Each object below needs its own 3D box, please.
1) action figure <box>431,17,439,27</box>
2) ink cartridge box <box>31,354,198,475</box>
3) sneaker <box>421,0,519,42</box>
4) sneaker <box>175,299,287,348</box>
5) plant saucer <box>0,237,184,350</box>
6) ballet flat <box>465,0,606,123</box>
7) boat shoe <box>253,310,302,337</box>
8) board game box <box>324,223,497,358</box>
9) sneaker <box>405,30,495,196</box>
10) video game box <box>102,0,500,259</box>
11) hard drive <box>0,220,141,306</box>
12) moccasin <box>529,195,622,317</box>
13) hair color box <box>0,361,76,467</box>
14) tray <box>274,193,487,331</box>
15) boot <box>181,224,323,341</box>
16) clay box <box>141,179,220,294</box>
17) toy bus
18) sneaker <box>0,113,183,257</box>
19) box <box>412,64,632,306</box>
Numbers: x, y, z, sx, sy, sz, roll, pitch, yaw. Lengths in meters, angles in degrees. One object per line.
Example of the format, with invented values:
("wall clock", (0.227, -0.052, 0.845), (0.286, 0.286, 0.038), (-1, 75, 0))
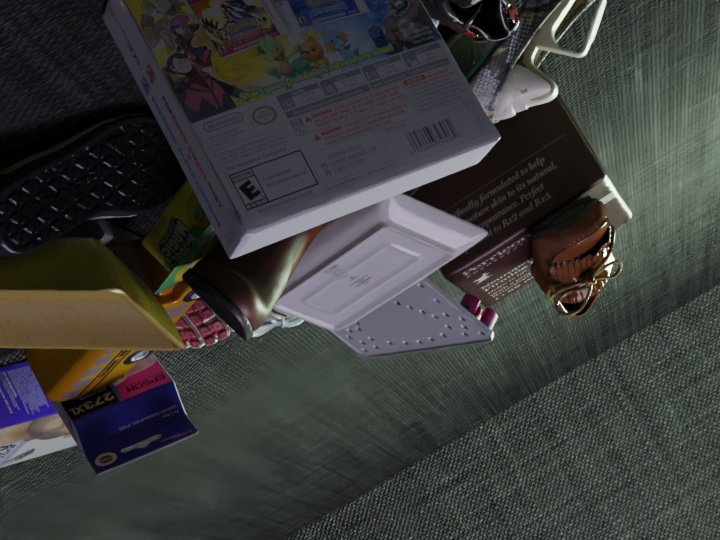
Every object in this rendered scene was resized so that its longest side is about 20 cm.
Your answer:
("action figure", (-0.054, -0.155, 1.315), (0.199, 0.055, 0.118), (-6, 155, -43))
("ink cartridge box", (-0.219, 0.104, 1.641), (0.094, 0.200, 0.037), (-22, 122, -16))
("sneaker", (0.079, -0.195, 1.379), (0.077, 0.082, 0.200), (-32, 168, 10))
("sneaker", (-0.119, 0.014, 1.730), (0.199, 0.081, 0.075), (-18, -167, -16))
("plant saucer", (-0.244, 0.016, 1.393), (0.198, 0.049, 0.200), (1, 166, 8))
("ballet flat", (0.136, -0.172, 1.464), (0.201, 0.072, 0.072), (-55, 163, 4))
("boat shoe", (-0.065, 0.017, 1.855), (0.074, 0.065, 0.202), (-16, 160, -44))
("board game box", (-0.007, 0.002, 1.605), (0.200, 0.200, 0.026), (-12, -136, 56))
("sneaker", (0.042, -0.145, 1.541), (0.200, 0.075, 0.106), (-47, -146, -18))
("video game box", (-0.037, -0.122, 1.199), (0.199, 0.183, 0.047), (-21, 167, -29))
("hard drive", (-0.237, 0.013, 1.582), (0.131, 0.027, 0.200), (-32, 166, 7))
("moccasin", (0.179, -0.004, 1.566), (0.073, 0.078, 0.202), (-28, 165, -11))
("hair color box", (-0.317, 0.134, 1.764), (0.199, 0.065, 0.109), (-16, 160, -49))
("tray", (0.000, 0.000, 1.493), (0.107, 0.022, 0.200), (23, 144, -29))
("boot", (-0.035, -0.044, 1.383), (0.200, 0.068, 0.188), (-46, 178, 5))
("clay box", (-0.088, -0.070, 1.428), (0.200, 0.048, 0.115), (-43, 177, -41))
("toy bus", (-0.195, 0.029, 1.538), (0.078, 0.065, 0.200), (-14, 159, -43))
("sneaker", (-0.215, -0.064, 1.329), (0.082, 0.072, 0.199), (4, -161, 43))
("box", (0.121, -0.088, 1.662), (0.165, 0.165, 0.200), (-32, 166, 8))
